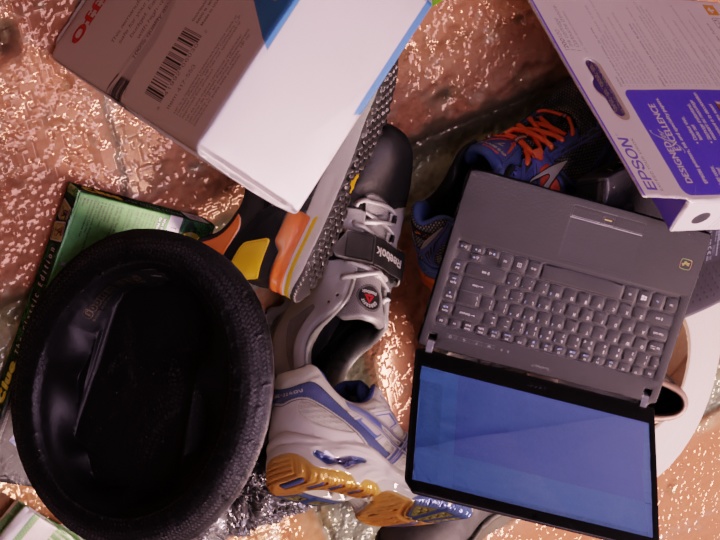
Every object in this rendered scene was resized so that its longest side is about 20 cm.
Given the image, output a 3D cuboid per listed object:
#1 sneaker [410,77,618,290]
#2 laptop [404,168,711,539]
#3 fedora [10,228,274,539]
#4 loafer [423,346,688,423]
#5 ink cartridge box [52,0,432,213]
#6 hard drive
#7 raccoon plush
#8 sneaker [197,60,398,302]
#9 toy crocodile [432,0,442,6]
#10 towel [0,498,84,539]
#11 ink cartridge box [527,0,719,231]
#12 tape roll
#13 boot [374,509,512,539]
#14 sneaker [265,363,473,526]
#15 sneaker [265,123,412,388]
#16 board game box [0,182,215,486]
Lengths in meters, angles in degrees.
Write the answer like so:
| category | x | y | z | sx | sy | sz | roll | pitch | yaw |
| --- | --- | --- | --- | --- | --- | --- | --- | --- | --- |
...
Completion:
| category | x | y | z | sx | sy | sz | roll | pitch | yaw |
| --- | --- | --- | --- | --- | --- | --- | --- | --- | --- |
| sneaker | 0.112 | -0.070 | 1.170 | 0.200 | 0.075 | 0.078 | -47 | 141 | -12 |
| laptop | 0.133 | 0.057 | 1.088 | 0.177 | 0.103 | 0.200 | 15 | 101 | -9 |
| fedora | -0.121 | 0.075 | 1.037 | 0.092 | 0.200 | 0.201 | 1 | 111 | -66 |
| loafer | 0.140 | 0.077 | 1.170 | 0.200 | 0.063 | 0.072 | 7 | 95 | -23 |
| ink cartridge box | -0.075 | -0.140 | 0.959 | 0.086 | 0.200 | 0.147 | 33 | 90 | -38 |
| hard drive | 0.223 | -0.029 | 1.211 | 0.200 | 0.042 | 0.135 | -15 | 115 | -43 |
| raccoon plush | -0.071 | 0.172 | 1.157 | 0.200 | 0.097 | 0.134 | 33 | 98 | -37 |
| sneaker | -0.040 | -0.083 | 1.083 | 0.090 | 0.070 | 0.200 | 20 | 75 | 6 |
| toy crocodile | 0.023 | -0.193 | 1.059 | 0.200 | 0.062 | 0.068 | -38 | 105 | -37 |
| towel | -0.208 | 0.259 | 1.144 | 0.153 | 0.023 | 0.200 | -52 | 127 | -4 |
| ink cartridge box | 0.216 | -0.115 | 1.155 | 0.200 | 0.198 | 0.043 | -1 | 143 | -35 |
| tape roll | 0.213 | 0.073 | 1.294 | 0.203 | 0.037 | 0.203 | -17 | 114 | -41 |
| boot | 0.078 | 0.105 | 1.217 | 0.182 | 0.072 | 0.200 | -30 | 133 | -51 |
| sneaker | 0.013 | 0.118 | 1.098 | 0.200 | 0.075 | 0.088 | 30 | 51 | -52 |
| sneaker | 0.000 | 0.000 | 1.132 | 0.074 | 0.088 | 0.200 | 16 | 98 | -34 |
| board game box | -0.175 | 0.049 | 1.081 | 0.105 | 0.023 | 0.200 | 16 | 100 | -34 |
